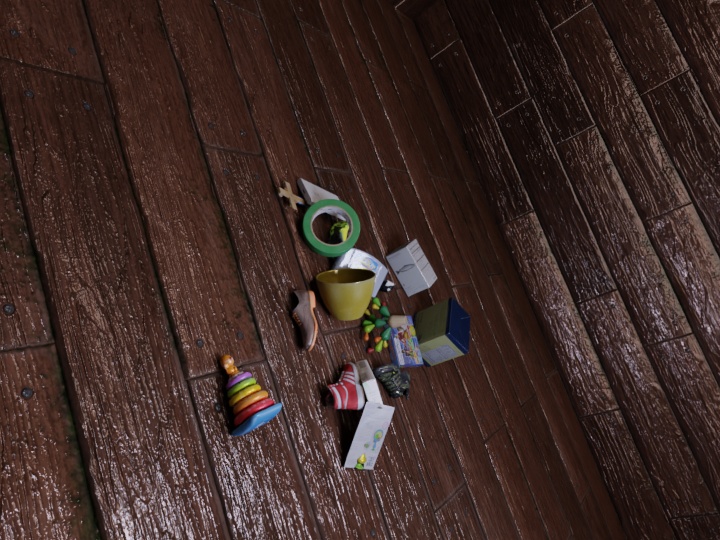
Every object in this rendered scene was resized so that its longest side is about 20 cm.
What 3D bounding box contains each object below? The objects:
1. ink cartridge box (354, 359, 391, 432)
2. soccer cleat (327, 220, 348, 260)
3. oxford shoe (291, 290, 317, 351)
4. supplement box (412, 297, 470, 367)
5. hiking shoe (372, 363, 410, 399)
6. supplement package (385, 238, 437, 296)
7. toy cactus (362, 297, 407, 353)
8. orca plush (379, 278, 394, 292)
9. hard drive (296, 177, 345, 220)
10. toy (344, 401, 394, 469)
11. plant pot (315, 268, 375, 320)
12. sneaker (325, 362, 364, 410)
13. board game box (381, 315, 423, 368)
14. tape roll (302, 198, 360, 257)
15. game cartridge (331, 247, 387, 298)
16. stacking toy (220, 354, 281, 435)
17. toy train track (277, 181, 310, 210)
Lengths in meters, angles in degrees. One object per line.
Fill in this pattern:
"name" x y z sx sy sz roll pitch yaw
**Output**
"ink cartridge box" 0.039 0.409 1.634 0.161 0.050 0.201 -129 -156 -75
"soccer cleat" -0.081 -0.114 1.893 0.200 0.064 0.084 -75 158 -51
"oxford shoe" -0.180 0.153 1.566 0.073 0.071 0.201 10 54 -28
"supplement box" 0.321 0.251 2.053 0.134 0.199 0.200 45 37 -24
"hiking shoe" 0.118 0.394 1.789 0.200 0.076 0.101 29 43 -42
"supplement package" 0.219 -0.012 2.170 0.200 0.117 0.117 59 33 -6
"toy cactus" 0.087 0.194 1.818 0.102 0.164 0.201 53 34 -53
"orca plush" 0.042 0.051 1.927 0.200 0.105 0.071 27 79 -46
"hard drive" -0.139 -0.263 1.895 0.200 0.027 0.132 19 34 -47
"toy" 0.019 0.495 1.536 0.115 0.047 0.201 22 84 -36
"plant pot" -0.046 0.084 1.700 0.200 0.199 0.143 -26 118 -57
"sneaker" -0.060 0.356 1.575 0.112 0.072 0.200 0 26 -12
"board game box" 0.161 0.271 1.949 0.135 0.034 0.201 6 63 -40
"tape roll" -0.103 -0.149 1.773 0.200 0.048 0.201 3 74 -11
"game cartridge" 0.000 0.000 1.837 0.200 0.040 0.134 28 82 -24
"stacking toy" -0.298 0.299 1.277 0.110 0.116 0.200 -11 63 -56
"toy train track" -0.228 -0.243 1.793 0.200 0.032 0.115 21 45 -54
